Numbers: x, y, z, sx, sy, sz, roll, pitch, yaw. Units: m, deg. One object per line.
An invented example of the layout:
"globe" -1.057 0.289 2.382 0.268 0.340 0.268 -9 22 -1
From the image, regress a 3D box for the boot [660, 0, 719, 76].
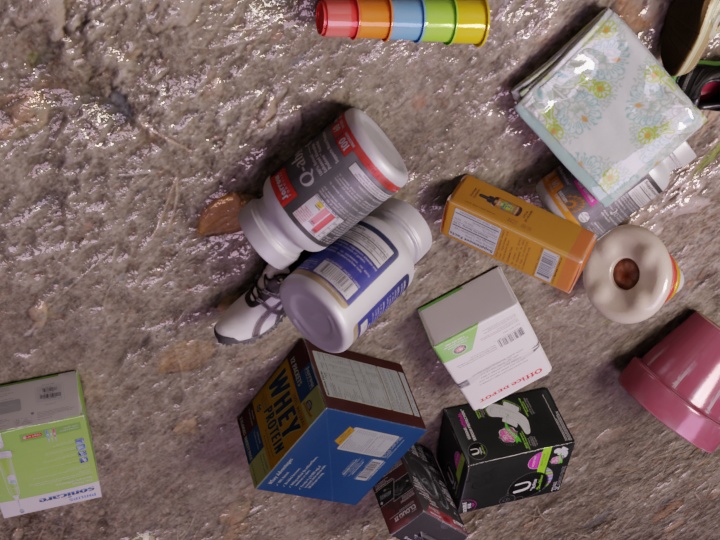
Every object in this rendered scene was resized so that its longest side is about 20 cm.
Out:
"boot" 0.475 -0.334 1.364 0.152 0.073 0.202 -5 135 -22

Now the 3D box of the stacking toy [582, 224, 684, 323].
"stacking toy" 0.449 0.007 1.680 0.199 0.147 0.147 1 136 -49

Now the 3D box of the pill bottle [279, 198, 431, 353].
"pill bottle" 0.000 0.000 1.409 0.200 0.119 0.121 -43 147 -30

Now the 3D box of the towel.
"towel" 0.311 -0.205 1.372 0.171 0.048 0.200 -41 101 19

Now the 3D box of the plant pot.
"plant pot" 0.571 0.179 1.848 0.199 0.200 0.180 27 104 -40

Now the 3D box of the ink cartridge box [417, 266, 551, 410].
"ink cartridge box" 0.195 0.109 1.679 0.144 0.085 0.201 -28 137 6

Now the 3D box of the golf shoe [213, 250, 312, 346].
"golf shoe" -0.122 0.022 1.468 0.199 0.078 0.095 -33 134 -4

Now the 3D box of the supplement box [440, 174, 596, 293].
"supplement box" 0.209 -0.050 1.453 0.198 0.067 0.069 28 137 12

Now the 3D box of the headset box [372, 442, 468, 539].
"headset box" 0.091 0.380 1.822 0.077 0.201 0.148 -37 137 16

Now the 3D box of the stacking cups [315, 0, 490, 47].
"stacking cups" 0.047 -0.285 1.241 0.197 0.061 0.061 -4 135 -15

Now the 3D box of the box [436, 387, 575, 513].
"box" 0.247 0.312 1.878 0.197 0.125 0.150 -9 136 -14

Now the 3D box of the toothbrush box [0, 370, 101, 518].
"toothbrush box" -0.455 0.249 1.538 0.143 0.087 0.202 -11 136 -13

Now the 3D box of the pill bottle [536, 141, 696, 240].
"pill bottle" 0.348 -0.131 1.478 0.199 0.117 0.116 -39 136 16

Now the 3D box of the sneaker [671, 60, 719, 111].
"sneaker" 0.508 -0.249 1.451 0.197 0.084 0.077 -18 139 -6

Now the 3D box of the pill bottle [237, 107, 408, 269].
"pill bottle" -0.048 -0.097 1.341 0.199 0.117 0.116 -38 136 15

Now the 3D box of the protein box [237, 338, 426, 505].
"protein box" -0.046 0.238 1.666 0.198 0.136 0.199 18 125 -36
